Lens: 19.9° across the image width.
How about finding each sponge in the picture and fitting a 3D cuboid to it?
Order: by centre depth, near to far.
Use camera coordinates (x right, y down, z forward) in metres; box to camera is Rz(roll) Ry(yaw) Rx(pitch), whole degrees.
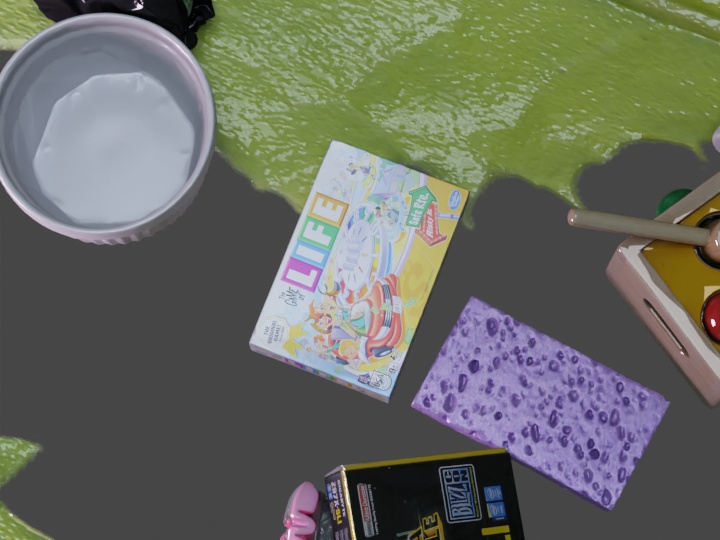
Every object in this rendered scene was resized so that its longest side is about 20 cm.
[{"bbox_3d":[0.157,0.116,1.793,0.199,0.030,0.112,28,79,6],"label":"sponge"}]

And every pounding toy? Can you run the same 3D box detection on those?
[{"bbox_3d":[0.301,-0.006,1.761,0.184,0.142,0.200,-35,80,-7],"label":"pounding toy"}]

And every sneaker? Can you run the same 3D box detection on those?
[{"bbox_3d":[-0.029,0.284,1.741,0.095,0.079,0.201,11,79,-9],"label":"sneaker"}]

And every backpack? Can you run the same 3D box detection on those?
[{"bbox_3d":[-0.198,-0.315,1.841,0.166,0.127,0.201,15,73,9],"label":"backpack"}]

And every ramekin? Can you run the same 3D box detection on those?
[{"bbox_3d":[-0.223,-0.116,1.809,0.199,0.105,0.201,0,77,0],"label":"ramekin"}]

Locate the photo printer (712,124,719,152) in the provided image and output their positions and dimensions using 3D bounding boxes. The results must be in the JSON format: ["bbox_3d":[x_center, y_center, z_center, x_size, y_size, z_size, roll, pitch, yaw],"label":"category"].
[{"bbox_3d":[0.436,-0.149,1.829,0.166,0.069,0.200,36,80,8],"label":"photo printer"}]

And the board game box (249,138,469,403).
[{"bbox_3d":[0.000,0.000,1.817,0.134,0.034,0.201,20,79,5],"label":"board game box"}]

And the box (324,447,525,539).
[{"bbox_3d":[0.064,0.258,1.726,0.159,0.049,0.201,-3,76,-25],"label":"box"}]
